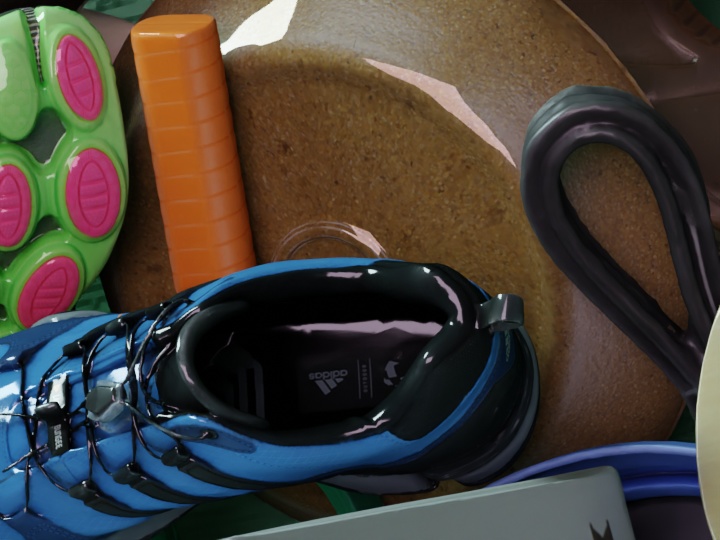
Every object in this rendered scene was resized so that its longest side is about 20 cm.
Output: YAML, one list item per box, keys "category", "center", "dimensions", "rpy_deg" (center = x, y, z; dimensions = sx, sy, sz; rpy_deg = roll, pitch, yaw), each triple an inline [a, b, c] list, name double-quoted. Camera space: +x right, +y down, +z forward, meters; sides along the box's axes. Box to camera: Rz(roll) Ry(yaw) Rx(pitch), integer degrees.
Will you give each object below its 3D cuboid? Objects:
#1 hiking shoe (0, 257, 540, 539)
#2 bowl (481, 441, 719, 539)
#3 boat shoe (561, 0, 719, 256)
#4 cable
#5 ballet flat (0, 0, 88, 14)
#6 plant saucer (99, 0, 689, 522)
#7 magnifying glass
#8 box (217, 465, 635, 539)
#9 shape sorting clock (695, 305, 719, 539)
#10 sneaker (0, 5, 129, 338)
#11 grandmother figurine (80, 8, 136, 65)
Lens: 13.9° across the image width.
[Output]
- category: "hiking shoe"
  center: [-0.054, 0.031, 0.782]
  dimensions: [0.199, 0.087, 0.075]
  rpy_deg: [-14, 69, 4]
- category: "bowl"
  center: [0.085, 0.145, 0.790]
  dimensions: [0.200, 0.039, 0.201]
  rpy_deg: [0, 90, 29]
- category: "boat shoe"
  center: [0.077, -0.051, 0.869]
  dimensions: [0.200, 0.063, 0.073]
  rpy_deg: [41, 78, 19]
- category: "cable"
  center: [0.109, 0.033, 0.818]
  dimensions: [0.200, 0.050, 0.097]
  rpy_deg: [42, 116, -9]
- category: "ballet flat"
  center: [-0.108, -0.093, 0.871]
  dimensions: [0.200, 0.069, 0.069]
  rpy_deg: [-46, 72, 21]
- category: "plant saucer"
  center: [0.000, 0.000, 0.854]
  dimensions: [0.200, 0.035, 0.201]
  rpy_deg: [10, 115, 23]
- category: "magnifying glass"
  center: [-0.037, 0.025, 0.852]
  dimensions: [0.079, 0.022, 0.200]
  rpy_deg: [2, 114, 27]
- category: "box"
  center: [-0.008, 0.161, 0.705]
  dimensions: [0.130, 0.200, 0.199]
  rpy_deg: [-18, 81, 29]
- category: "shape sorting clock"
  center: [0.180, 0.031, 0.724]
  dimensions: [0.200, 0.039, 0.200]
  rpy_deg: [-13, 54, 19]
- category: "sneaker"
  center: [-0.116, 0.003, 0.880]
  dimensions: [0.077, 0.084, 0.200]
  rpy_deg: [4, 126, -16]
- category: "grandmother figurine"
  center: [-0.041, -0.042, 0.915]
  dimensions: [0.200, 0.061, 0.122]
  rpy_deg: [17, 116, 16]
